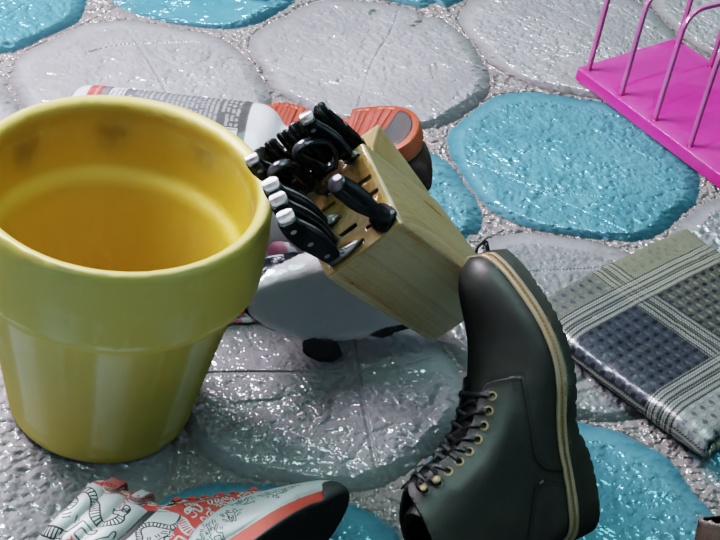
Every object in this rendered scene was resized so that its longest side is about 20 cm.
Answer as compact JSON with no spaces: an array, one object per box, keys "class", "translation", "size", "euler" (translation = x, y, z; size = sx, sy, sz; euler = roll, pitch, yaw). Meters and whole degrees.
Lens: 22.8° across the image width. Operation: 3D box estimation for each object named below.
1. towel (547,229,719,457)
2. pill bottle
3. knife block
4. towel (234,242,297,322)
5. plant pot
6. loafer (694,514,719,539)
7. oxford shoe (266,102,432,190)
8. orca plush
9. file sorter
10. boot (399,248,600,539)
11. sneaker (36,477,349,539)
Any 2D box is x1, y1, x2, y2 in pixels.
[{"class":"towel","translation":[0.257,0.054,1.386],"size":[0.199,0.035,0.192],"euler":[-24,46,-34]},{"class":"pill bottle","translation":[-0.118,-0.071,1.329],"size":[0.198,0.117,0.116],"euler":[6,37,3]},{"class":"knife block","translation":[0.009,-0.019,1.166],"size":[0.201,0.064,0.176],"euler":[53,16,-13]},{"class":"towel","translation":[-0.096,-0.017,1.381],"size":[0.198,0.030,0.147],"euler":[-7,40,-22]},{"class":"plant pot","translation":[-0.165,0.016,1.187],"size":[0.198,0.190,0.202],"euler":[7,36,-5]},{"class":"loafer","translation":[0.299,0.163,1.193],"size":[0.199,0.072,0.073],"euler":[-21,14,-35]},{"class":"oxford shoe","translation":[-0.037,-0.085,1.422],"size":[0.198,0.073,0.072],"euler":[5,52,28]},{"class":"orca plush","translation":[0.000,0.000,1.315],"size":[0.198,0.106,0.071],"euler":[-14,37,-16]},{"class":"file sorter","translation":[0.324,-0.193,1.638],"size":[0.138,0.126,0.200],"euler":[-18,46,-34]},{"class":"boot","translation":[0.071,0.099,1.157],"size":[0.137,0.202,0.077],"euler":[-19,1,-30]},{"class":"sneaker","translation":[-0.107,0.158,1.119],"size":[0.200,0.068,0.108],"euler":[-28,54,-36]}]
